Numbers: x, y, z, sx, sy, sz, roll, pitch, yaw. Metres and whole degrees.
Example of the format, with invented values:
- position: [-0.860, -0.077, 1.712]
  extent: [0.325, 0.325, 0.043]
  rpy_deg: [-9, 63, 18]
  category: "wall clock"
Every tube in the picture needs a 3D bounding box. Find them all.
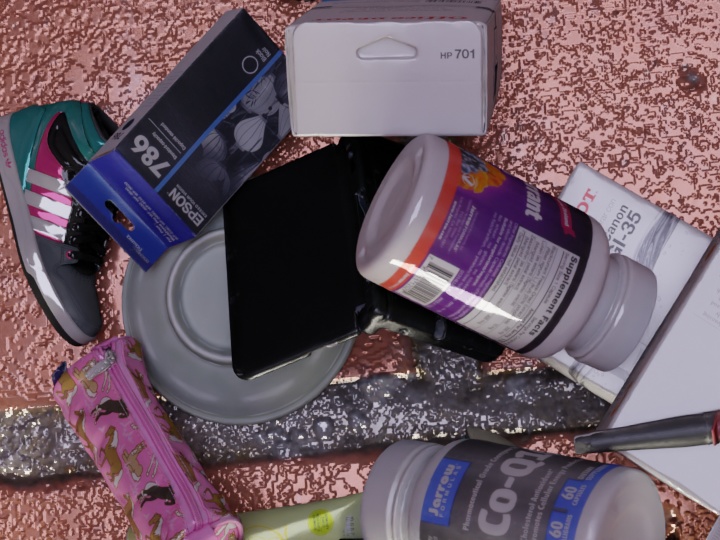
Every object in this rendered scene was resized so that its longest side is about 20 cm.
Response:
- position: [-0.084, 0.217, 1.385]
  extent: [0.198, 0.058, 0.052]
  rpy_deg: [-4, 44, 2]
  category: "tube"

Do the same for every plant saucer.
- position: [-0.099, 0.022, 1.407]
  extent: [0.198, 0.050, 0.202]
  rpy_deg: [-1, 84, 7]
  category: "plant saucer"

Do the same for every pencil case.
- position: [-0.164, 0.146, 1.355]
  extent: [0.083, 0.086, 0.201]
  rpy_deg: [-40, 62, 12]
  category: "pencil case"

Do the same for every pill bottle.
- position: [0.105, 0.182, 1.254]
  extent: [0.199, 0.113, 0.115]
  rpy_deg: [6, 84, 37]
  category: "pill bottle"
- position: [0.106, -0.006, 1.247]
  extent: [0.199, 0.111, 0.112]
  rpy_deg: [26, 87, -15]
  category: "pill bottle"

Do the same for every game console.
- position: [0.000, 0.000, 1.345]
  extent: [0.175, 0.117, 0.201]
  rpy_deg: [19, 41, -25]
  category: "game console"

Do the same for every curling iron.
- position: [0.240, 0.113, 1.160]
  extent: [0.198, 0.026, 0.050]
  rpy_deg: [0, 83, 5]
  category: "curling iron"

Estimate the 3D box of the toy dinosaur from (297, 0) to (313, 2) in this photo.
- position: [-0.071, -0.290, 1.418]
  extent: [0.198, 0.102, 0.137]
  rpy_deg: [12, 98, 5]
  category: "toy dinosaur"

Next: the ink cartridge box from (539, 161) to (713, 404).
- position: [0.215, 0.031, 1.351]
  extent: [0.199, 0.083, 0.147]
  rpy_deg: [30, 89, 9]
  category: "ink cartridge box"

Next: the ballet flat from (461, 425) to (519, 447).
- position: [0.151, 0.196, 1.351]
  extent: [0.069, 0.069, 0.201]
  rpy_deg: [-29, 89, 3]
  category: "ballet flat"

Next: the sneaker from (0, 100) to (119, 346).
- position: [-0.213, -0.051, 1.415]
  extent: [0.120, 0.084, 0.202]
  rpy_deg: [-21, 80, 14]
  category: "sneaker"

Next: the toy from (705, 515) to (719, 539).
- position: [0.264, 0.228, 1.245]
  extent: [0.115, 0.047, 0.201]
  rpy_deg: [35, 76, -26]
  category: "toy"

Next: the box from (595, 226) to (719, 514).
- position: [0.257, 0.058, 1.238]
  extent: [0.097, 0.124, 0.201]
  rpy_deg: [32, 90, 7]
  category: "box"

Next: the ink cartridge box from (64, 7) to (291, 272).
- position: [-0.130, -0.102, 1.384]
  extent: [0.100, 0.039, 0.200]
  rpy_deg: [46, 73, -23]
  category: "ink cartridge box"

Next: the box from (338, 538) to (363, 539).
- position: [-0.014, 0.311, 1.279]
  extent: [0.047, 0.193, 0.202]
  rpy_deg: [0, 92, 7]
  category: "box"

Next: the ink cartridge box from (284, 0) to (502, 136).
- position: [0.030, -0.158, 1.328]
  extent: [0.145, 0.200, 0.087]
  rpy_deg: [1, 106, 7]
  category: "ink cartridge box"
